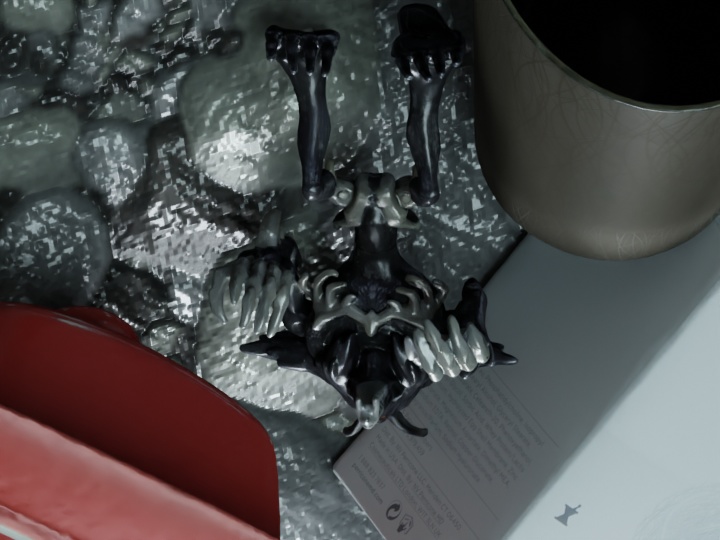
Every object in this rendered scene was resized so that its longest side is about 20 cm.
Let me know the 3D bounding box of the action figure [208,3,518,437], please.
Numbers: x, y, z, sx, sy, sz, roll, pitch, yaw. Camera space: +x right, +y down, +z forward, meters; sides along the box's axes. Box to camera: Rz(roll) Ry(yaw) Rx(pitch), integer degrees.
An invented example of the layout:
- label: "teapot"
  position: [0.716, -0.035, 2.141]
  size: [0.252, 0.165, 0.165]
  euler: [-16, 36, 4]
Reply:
- label: "action figure"
  position: [0.000, 0.000, 1.127]
  size: [0.118, 0.102, 0.201]
  euler: [4, 121, 13]

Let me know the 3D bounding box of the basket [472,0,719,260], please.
- label: "basket"
  position: [0.103, -0.097, 1.067]
  size: [0.135, 0.182, 0.200]
  euler: [-1, 157, -2]

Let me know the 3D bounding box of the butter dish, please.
- label: "butter dish"
  position: [-0.119, 0.080, 1.100]
  size: [0.199, 0.149, 0.199]
  euler: [27, 138, -20]

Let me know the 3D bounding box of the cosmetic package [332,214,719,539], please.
- label: "cosmetic package"
  position: [0.136, 0.081, 1.242]
  size: [0.199, 0.123, 0.200]
  euler: [32, 100, -38]
